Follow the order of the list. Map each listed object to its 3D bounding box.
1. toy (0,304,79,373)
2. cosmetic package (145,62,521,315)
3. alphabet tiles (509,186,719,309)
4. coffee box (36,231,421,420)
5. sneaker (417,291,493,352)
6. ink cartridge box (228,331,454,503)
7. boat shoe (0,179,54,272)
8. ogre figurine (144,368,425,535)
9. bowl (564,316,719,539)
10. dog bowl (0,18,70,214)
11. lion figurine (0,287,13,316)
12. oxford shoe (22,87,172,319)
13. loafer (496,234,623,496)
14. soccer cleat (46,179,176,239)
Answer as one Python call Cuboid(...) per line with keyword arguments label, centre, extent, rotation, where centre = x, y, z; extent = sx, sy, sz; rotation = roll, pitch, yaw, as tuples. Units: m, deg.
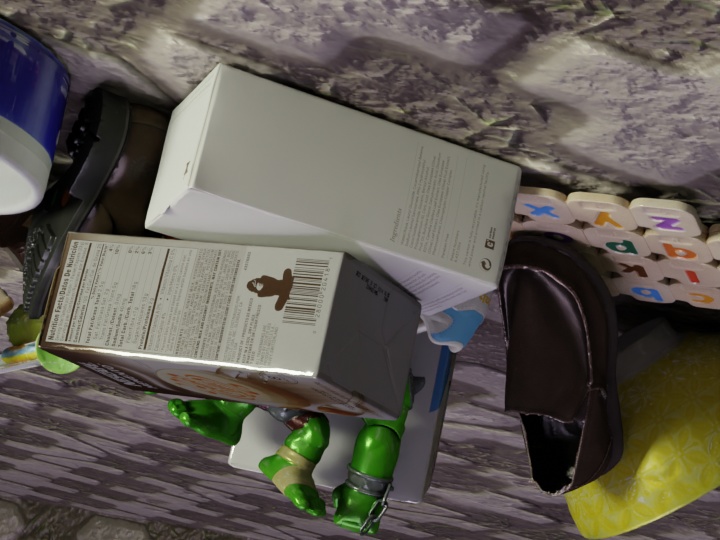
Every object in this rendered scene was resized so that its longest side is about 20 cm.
Cuboid(label="toy", centre=(-0.217, 0.041, 1.254), extent=(0.115, 0.047, 0.200), rotation=(-12, -174, -9))
Cuboid(label="cosmetic package", centre=(-0.018, -0.044, 1.046), extent=(0.200, 0.085, 0.108), rotation=(19, 163, -19))
Cuboid(label="alphabet tiles", centre=(0.173, -0.016, 1.122), extent=(0.200, 0.015, 0.196), rotation=(6, 163, 23))
Cuboid(label="coffee box", centre=(-0.080, 0.034, 1.062), extent=(0.200, 0.080, 0.114), rotation=(4, 164, 29))
Cuboid(label="sneaker", centre=(0.000, 0.000, 1.185), extent=(0.200, 0.081, 0.076), rotation=(13, 169, 38))
Cuboid(label="ink cartridge box", centre=(-0.005, 0.090, 1.332), extent=(0.146, 0.147, 0.200), rotation=(11, 177, 5))
Cuboid(label="boat shoe", centre=(-0.252, -0.050, 1.284), extent=(0.075, 0.075, 0.202), rotation=(44, 177, 19))
Cuboid(label="ogre figurine", centre=(-0.047, 0.082, 1.185), extent=(0.200, 0.120, 0.098), rotation=(35, -178, 12))
Cuboid(label="bowl", centre=(0.219, 0.100, 1.280), extent=(0.108, 0.200, 0.200), rotation=(57, 158, -1))
Cuboid(label="dog bowl", centre=(-0.282, -0.105, 1.055), extent=(0.200, 0.079, 0.200), rotation=(12, 164, 3))
Cuboid(label="lion figurine", centre=(-0.327, -0.027, 1.201), extent=(0.072, 0.123, 0.200), rotation=(-32, 129, 15))
Cuboid(label="oxford shoe", centre=(-0.168, -0.029, 1.131), extent=(0.084, 0.073, 0.200), rotation=(14, 138, -25))
Cuboid(label="loafer", centre=(0.131, 0.070, 1.149), extent=(0.073, 0.071, 0.200), rotation=(4, 124, 36))
Cuboid(label="soccer cleat", centre=(-0.142, 0.003, 1.243), extent=(0.200, 0.068, 0.073), rotation=(40, 159, -30))
